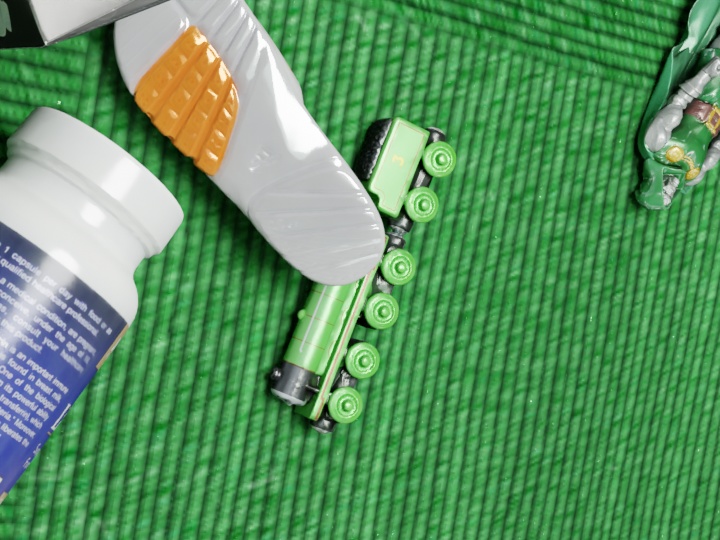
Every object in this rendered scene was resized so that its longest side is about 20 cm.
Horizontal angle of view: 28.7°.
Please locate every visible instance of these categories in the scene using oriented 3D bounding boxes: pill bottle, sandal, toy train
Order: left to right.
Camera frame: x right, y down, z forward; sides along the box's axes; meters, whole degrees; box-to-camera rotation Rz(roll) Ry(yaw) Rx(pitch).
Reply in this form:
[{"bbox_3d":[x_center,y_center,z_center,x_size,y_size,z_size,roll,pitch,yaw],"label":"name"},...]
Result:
[{"bbox_3d":[-0.183,0.025,0.695,0.116,0.116,0.200,43,75,-29],"label":"pill bottle"},{"bbox_3d":[-0.063,-0.079,0.790,0.079,0.059,0.207,-34,104,3],"label":"sandal"},{"bbox_3d":[0.000,0.000,0.855,0.056,0.042,0.200,24,83,-22],"label":"toy train"}]

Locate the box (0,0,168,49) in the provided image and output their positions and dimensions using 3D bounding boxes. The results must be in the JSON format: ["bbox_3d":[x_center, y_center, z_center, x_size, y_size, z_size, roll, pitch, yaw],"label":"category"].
[{"bbox_3d":[-0.149,-0.186,0.638,0.124,0.200,0.149,-27,110,-27],"label":"box"}]

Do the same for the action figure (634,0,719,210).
[{"bbox_3d":[0.250,-0.127,0.989,0.118,0.055,0.200,36,81,-34],"label":"action figure"}]
